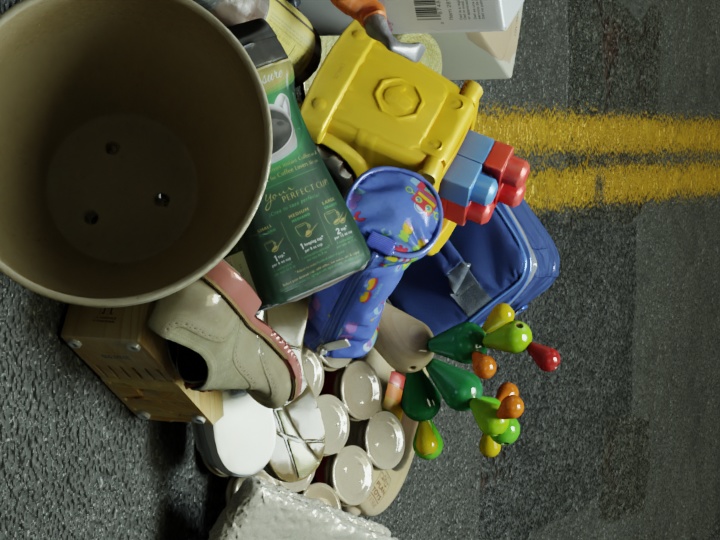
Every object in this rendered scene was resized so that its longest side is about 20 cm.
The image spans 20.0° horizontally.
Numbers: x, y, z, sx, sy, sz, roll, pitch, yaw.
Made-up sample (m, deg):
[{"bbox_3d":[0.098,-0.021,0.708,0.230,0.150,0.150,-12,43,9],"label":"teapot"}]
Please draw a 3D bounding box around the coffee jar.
[{"bbox_3d":[-0.076,-0.076,1.471,0.104,0.085,0.201,-23,93,-21],"label":"coffee jar"}]

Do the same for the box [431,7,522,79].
[{"bbox_3d":[0.086,-0.264,1.934,0.200,0.077,0.095,43,53,-61],"label":"box"}]

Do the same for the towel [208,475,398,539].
[{"bbox_3d":[-0.060,0.236,1.582,0.200,0.034,0.133,31,95,-49],"label":"towel"}]

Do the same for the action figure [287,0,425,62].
[{"bbox_3d":[-0.027,-0.266,1.527,0.105,0.193,0.201,-36,141,-48],"label":"action figure"}]

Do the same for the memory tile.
[{"bbox_3d":[-0.045,0.140,1.655,0.200,0.017,0.154,-44,115,-41],"label":"memory tile"}]

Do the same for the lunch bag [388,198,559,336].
[{"bbox_3d":[0.074,-0.026,1.785,0.200,0.136,0.132,55,18,15],"label":"lunch bag"}]

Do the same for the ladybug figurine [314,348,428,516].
[{"bbox_3d":[0.004,0.124,1.793,0.136,0.072,0.201,62,37,-49],"label":"ladybug figurine"}]

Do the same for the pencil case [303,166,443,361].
[{"bbox_3d":[0.000,0.000,1.591,0.200,0.078,0.087,120,-10,-57],"label":"pencil case"}]

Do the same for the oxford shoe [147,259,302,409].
[{"bbox_3d":[-0.099,0.054,1.412,0.075,0.070,0.200,-51,148,-13],"label":"oxford shoe"}]

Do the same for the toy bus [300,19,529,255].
[{"bbox_3d":[0.036,-0.079,1.644,0.200,0.191,0.136,102,13,-59],"label":"toy bus"}]

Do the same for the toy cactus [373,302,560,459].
[{"bbox_3d":[0.074,0.078,1.703,0.102,0.165,0.200,-50,178,-32],"label":"toy cactus"}]

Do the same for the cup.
[{"bbox_3d":[-0.154,-0.065,1.282,0.143,0.199,0.201,101,-3,-79],"label":"cup"}]

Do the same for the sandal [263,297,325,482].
[{"bbox_3d":[-0.078,0.067,1.597,0.080,0.054,0.201,-10,87,-32],"label":"sandal"}]

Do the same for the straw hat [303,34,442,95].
[{"bbox_3d":[0.025,-0.176,1.791,0.201,0.085,0.202,2,90,-67],"label":"straw hat"}]

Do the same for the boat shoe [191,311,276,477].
[{"bbox_3d":[-0.106,0.053,1.527,0.072,0.068,0.201,-16,97,-30],"label":"boat shoe"}]

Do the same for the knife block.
[{"bbox_3d":[-0.142,-0.007,1.440,0.200,0.064,0.176,56,43,-55],"label":"knife block"}]

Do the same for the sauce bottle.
[{"bbox_3d":[-0.093,-0.195,1.535,0.200,0.064,0.065,35,61,-63],"label":"sauce bottle"}]

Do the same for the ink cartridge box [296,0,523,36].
[{"bbox_3d":[0.022,-0.270,1.630,0.084,0.199,0.145,-59,144,-53],"label":"ink cartridge box"}]
